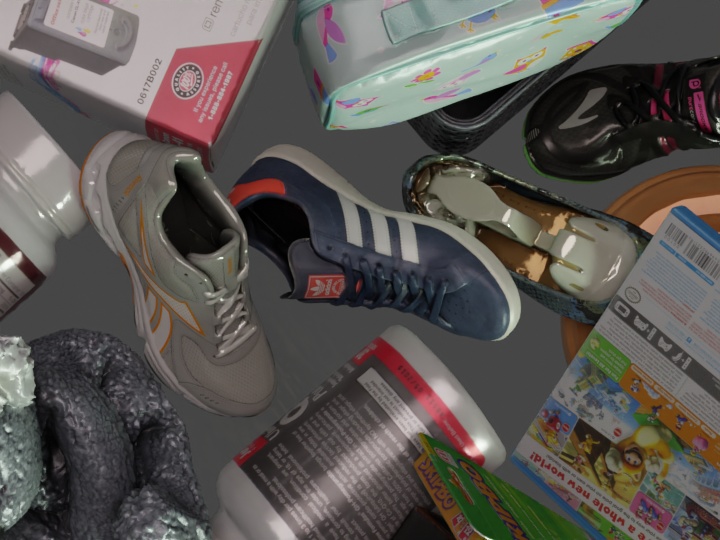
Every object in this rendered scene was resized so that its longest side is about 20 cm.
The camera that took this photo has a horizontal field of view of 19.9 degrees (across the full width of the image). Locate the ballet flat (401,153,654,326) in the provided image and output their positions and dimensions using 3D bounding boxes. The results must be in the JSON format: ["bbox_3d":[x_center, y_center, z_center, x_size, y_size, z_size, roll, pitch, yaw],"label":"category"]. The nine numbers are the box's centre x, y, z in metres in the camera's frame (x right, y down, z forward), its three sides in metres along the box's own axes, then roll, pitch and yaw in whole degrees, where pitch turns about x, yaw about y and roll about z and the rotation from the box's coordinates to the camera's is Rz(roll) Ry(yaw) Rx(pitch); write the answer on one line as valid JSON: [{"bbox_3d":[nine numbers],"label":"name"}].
[{"bbox_3d":[0.111,-0.018,1.274,0.198,0.074,0.075,21,82,16],"label":"ballet flat"}]

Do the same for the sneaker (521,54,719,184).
[{"bbox_3d":[0.198,-0.106,1.303,0.198,0.084,0.078,-13,83,-4],"label":"sneaker"}]

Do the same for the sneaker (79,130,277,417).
[{"bbox_3d":[-0.096,0.009,1.241,0.076,0.092,0.201,-42,118,-29],"label":"sneaker"}]

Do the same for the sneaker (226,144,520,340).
[{"bbox_3d":[0.000,0.000,1.266,0.199,0.075,0.085,27,42,16],"label":"sneaker"}]

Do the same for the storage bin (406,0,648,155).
[{"bbox_3d":[0.091,-0.186,1.305,0.200,0.094,0.135,-40,85,-7],"label":"storage bin"}]

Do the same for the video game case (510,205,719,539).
[{"bbox_3d":[0.191,0.084,1.231,0.143,0.018,0.201,41,117,22],"label":"video game case"}]

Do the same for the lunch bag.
[{"bbox_3d":[0.061,-0.150,1.173,0.198,0.160,0.078,-20,84,-3],"label":"lunch bag"}]

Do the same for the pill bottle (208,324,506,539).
[{"bbox_3d":[-0.018,0.136,1.251,0.200,0.111,0.111,-40,86,-6],"label":"pill bottle"}]

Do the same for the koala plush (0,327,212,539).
[{"bbox_3d":[-0.213,0.103,1.183,0.176,0.199,0.185,-25,61,26],"label":"koala plush"}]

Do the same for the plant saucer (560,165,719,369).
[{"bbox_3d":[0.228,0.030,1.310,0.198,0.037,0.202,0,83,-3],"label":"plant saucer"}]

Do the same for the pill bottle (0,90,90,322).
[{"bbox_3d":[-0.260,-0.009,1.260,0.200,0.114,0.114,-42,86,-7],"label":"pill bottle"}]

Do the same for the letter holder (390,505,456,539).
[{"bbox_3d":[0.041,0.263,1.241,0.100,0.142,0.201,38,96,34],"label":"letter holder"}]

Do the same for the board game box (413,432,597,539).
[{"bbox_3d":[0.107,0.167,1.207,0.030,0.096,0.200,-45,128,10],"label":"board game box"}]

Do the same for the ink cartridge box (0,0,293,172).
[{"bbox_3d":[-0.153,-0.172,1.299,0.198,0.086,0.149,24,83,0],"label":"ink cartridge box"}]
